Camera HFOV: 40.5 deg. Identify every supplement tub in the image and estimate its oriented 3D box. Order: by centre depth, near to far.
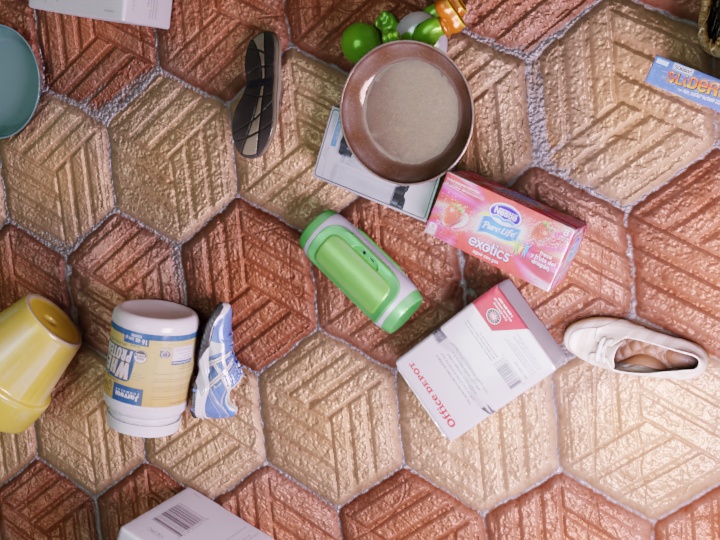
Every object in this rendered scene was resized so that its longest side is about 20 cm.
[{"bbox_3d":[-0.350,0.161,1.625,0.144,0.144,0.202,14,102,22],"label":"supplement tub"}]

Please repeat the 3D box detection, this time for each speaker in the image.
[{"bbox_3d":[0.000,0.000,1.484,0.200,0.088,0.089,44,111,13],"label":"speaker"}]

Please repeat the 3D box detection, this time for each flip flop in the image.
[{"bbox_3d":[-0.151,-0.274,1.536,0.080,0.057,0.202,1,82,28],"label":"flip flop"}]

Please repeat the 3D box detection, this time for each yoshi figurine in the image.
[{"bbox_3d":[0.049,-0.344,1.413,0.199,0.112,0.113,-31,68,26],"label":"yoshi figurine"}]

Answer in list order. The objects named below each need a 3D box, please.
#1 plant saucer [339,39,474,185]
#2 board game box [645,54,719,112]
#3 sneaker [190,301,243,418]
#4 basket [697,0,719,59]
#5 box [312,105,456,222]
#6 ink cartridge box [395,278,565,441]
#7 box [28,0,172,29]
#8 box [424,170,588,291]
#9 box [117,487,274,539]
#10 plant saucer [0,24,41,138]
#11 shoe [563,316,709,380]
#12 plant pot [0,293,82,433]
[{"bbox_3d":[0.068,-0.222,1.376,0.199,0.037,0.202,6,105,21],"label":"plant saucer"},{"bbox_3d":[0.431,-0.218,1.201,0.135,0.200,0.035,27,107,18],"label":"board game box"},{"bbox_3d":[-0.230,0.151,1.622,0.076,0.076,0.202,9,101,0],"label":"sneaker"},{"bbox_3d":[0.496,-0.345,1.185,0.142,0.149,0.201,31,109,17],"label":"basket"},{"bbox_3d":[0.039,-0.162,1.459,0.199,0.060,0.118,24,106,19],"label":"box"},{"bbox_3d":[0.173,0.130,1.424,0.200,0.084,0.145,-38,82,22],"label":"ink cartridge box"},{"bbox_3d":[-0.411,-0.507,1.575,0.198,0.131,0.201,13,102,22],"label":"box"},{"bbox_3d":[0.206,-0.060,1.376,0.199,0.102,0.095,27,106,20],"label":"box"},{"bbox_3d":[-0.277,0.486,1.596,0.199,0.199,0.132,26,107,18],"label":"box"},{"bbox_3d":[-0.642,-0.338,1.751,0.198,0.036,0.202,3,97,23],"label":"plant saucer"},{"bbox_3d":[0.377,0.108,1.347,0.198,0.053,0.071,9,100,23],"label":"shoe"},{"bbox_3d":[-0.602,0.150,1.721,0.189,0.201,0.201,-44,78,5],"label":"plant pot"}]
